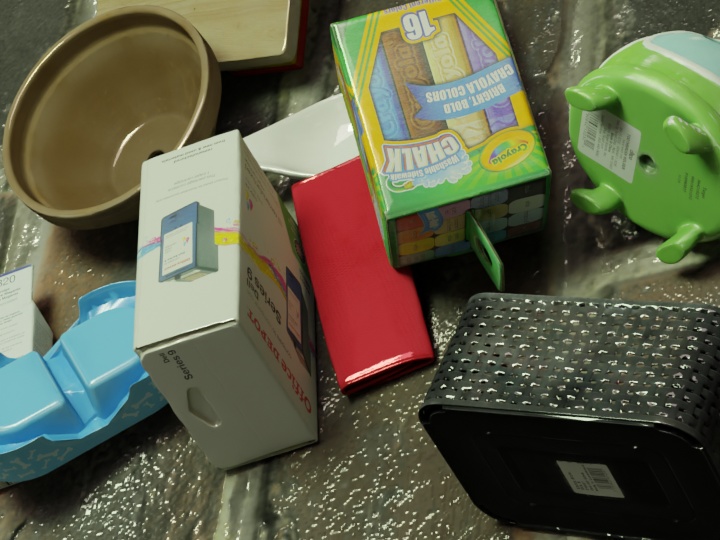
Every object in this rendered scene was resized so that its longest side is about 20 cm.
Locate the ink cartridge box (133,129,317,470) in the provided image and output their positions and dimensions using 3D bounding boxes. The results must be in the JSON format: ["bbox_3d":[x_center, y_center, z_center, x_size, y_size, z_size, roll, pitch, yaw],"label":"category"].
[{"bbox_3d":[-0.097,0.022,1.609,0.087,0.146,0.201,-17,43,16],"label":"ink cartridge box"}]

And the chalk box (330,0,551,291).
[{"bbox_3d":[0.063,-0.082,1.582,0.123,0.125,0.201,-14,71,-3],"label":"chalk box"}]

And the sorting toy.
[{"bbox_3d":[-0.126,-0.258,1.912,0.199,0.070,0.200,-5,72,29],"label":"sorting toy"}]

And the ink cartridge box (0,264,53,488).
[{"bbox_3d":[-0.339,0.107,1.758,0.195,0.043,0.201,-20,42,14],"label":"ink cartridge box"}]

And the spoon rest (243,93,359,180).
[{"bbox_3d":[-0.056,-0.087,1.754,0.199,0.061,0.100,-26,42,10],"label":"spoon rest"}]

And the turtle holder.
[{"bbox_3d":[0.240,-0.096,1.519,0.185,0.141,0.132,8,38,48],"label":"turtle holder"}]

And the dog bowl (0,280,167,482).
[{"bbox_3d":[-0.217,0.087,1.652,0.199,0.050,0.112,-30,45,-9],"label":"dog bowl"}]

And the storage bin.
[{"bbox_3d":[0.154,0.095,1.387,0.199,0.135,0.094,3,52,34],"label":"storage bin"}]

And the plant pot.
[{"bbox_3d":[-0.190,-0.112,1.823,0.200,0.093,0.202,-15,56,24],"label":"plant pot"}]

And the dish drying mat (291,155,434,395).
[{"bbox_3d":[0.000,0.000,1.644,0.076,0.018,0.201,-23,51,11],"label":"dish drying mat"}]
